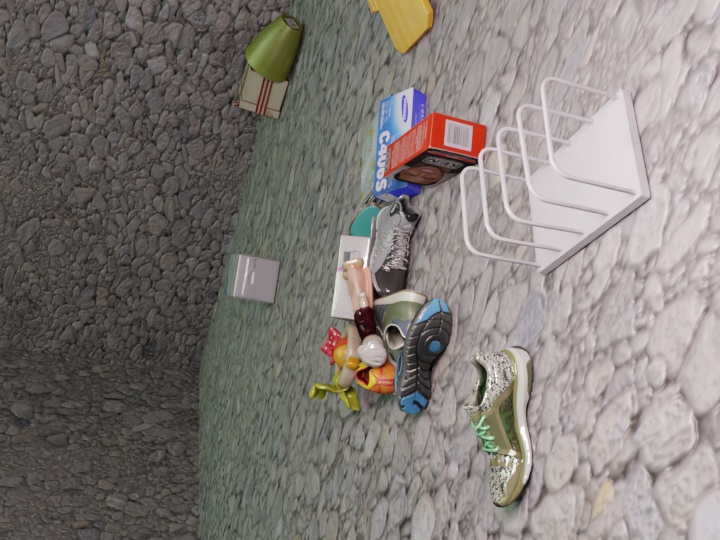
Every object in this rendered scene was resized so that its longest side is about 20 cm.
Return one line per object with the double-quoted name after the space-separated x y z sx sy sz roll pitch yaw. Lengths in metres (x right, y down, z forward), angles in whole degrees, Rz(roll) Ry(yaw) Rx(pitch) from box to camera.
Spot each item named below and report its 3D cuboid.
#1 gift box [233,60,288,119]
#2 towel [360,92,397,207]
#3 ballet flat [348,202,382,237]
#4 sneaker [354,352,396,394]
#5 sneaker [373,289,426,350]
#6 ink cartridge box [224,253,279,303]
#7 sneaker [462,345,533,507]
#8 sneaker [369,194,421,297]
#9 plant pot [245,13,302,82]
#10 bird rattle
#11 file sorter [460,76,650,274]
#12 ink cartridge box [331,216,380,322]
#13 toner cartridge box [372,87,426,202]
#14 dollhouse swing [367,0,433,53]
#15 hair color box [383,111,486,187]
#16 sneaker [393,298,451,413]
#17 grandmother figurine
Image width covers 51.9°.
-0.390 -0.705 2.891 0.202 0.180 0.189 -95 25 -53 "gift box"
0.043 -0.252 1.586 0.171 0.047 0.205 139 137 -62 "towel"
0.003 -0.071 1.607 0.076 0.066 0.203 -82 8 -61 "ballet flat"
0.023 0.187 1.383 0.200 0.075 0.075 157 120 -79 "sneaker"
0.055 0.100 1.347 0.200 0.066 0.092 149 133 -63 "sneaker"
-0.376 0.027 2.553 0.199 0.143 0.151 -177 97 -72 "ink cartridge box"
0.165 0.194 0.943 0.077 0.087 0.205 147 129 -65 "sneaker"
0.069 -0.054 1.377 0.116 0.073 0.204 132 143 -55 "sneaker"
-0.300 -0.840 2.740 0.200 0.184 0.190 -46 37 35 "plant pot"
-0.025 0.180 1.511 0.164 0.110 0.203 117 170 -47 "bird rattle"
0.218 -0.109 0.874 0.200 0.122 0.142 131 143 -57 "file sorter"
0.000 0.000 1.482 0.117 0.066 0.205 27 -110 -70 "ink cartridge box"
0.076 -0.243 1.440 0.094 0.043 0.205 -11 69 45 "toner cartridge box"
0.121 -0.593 1.536 0.181 0.177 0.200 -42 7 -20 "dollhouse swing"
0.120 -0.198 1.246 0.200 0.099 0.063 161 117 -70 "hair color box"
0.091 0.131 1.219 0.082 0.072 0.204 -119 42 -62 "sneaker"
0.008 0.078 1.330 0.122 0.059 0.204 73 -177 -60 "grandmother figurine"
